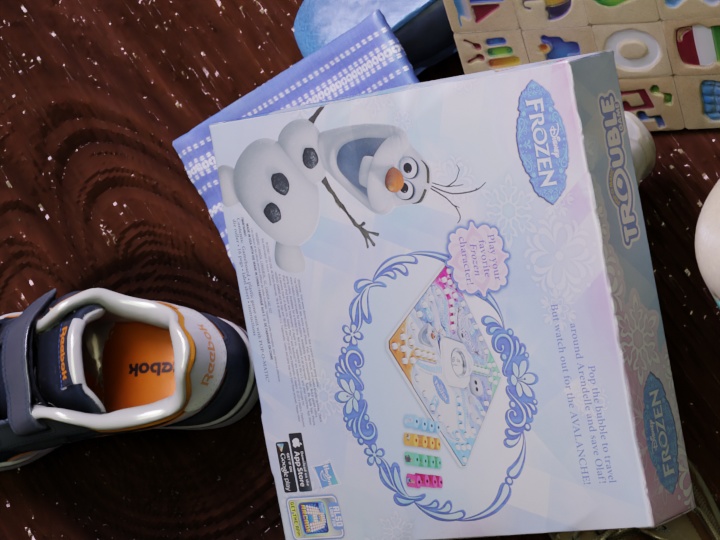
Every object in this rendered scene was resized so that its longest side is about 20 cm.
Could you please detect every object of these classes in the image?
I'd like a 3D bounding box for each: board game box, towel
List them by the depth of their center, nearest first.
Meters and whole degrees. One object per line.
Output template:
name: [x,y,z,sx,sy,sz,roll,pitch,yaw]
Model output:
board game box: [0.037,0.018,1.240,0.199,0.043,0.201,-7,95,38]
towel: [0.000,0.000,1.301,0.145,0.024,0.201,-29,84,39]

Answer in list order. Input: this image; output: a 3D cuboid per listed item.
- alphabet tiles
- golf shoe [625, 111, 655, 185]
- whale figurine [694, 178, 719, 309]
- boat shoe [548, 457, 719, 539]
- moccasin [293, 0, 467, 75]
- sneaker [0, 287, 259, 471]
alphabet tiles: [0.133,-0.127,1.274,0.199,0.167,0.006,-2,43,19]
golf shoe: [0.051,-0.036,1.327,0.200,0.091,0.076,-3,109,38]
whale figurine: [0.242,-0.027,1.192,0.200,0.159,0.104,-31,107,-4]
boat shoe: [0.130,0.127,1.252,0.076,0.072,0.200,-40,68,6]
moccasin: [0.060,-0.154,1.349,0.200,0.068,0.081,-28,62,11]
sneaker: [-0.152,0.050,1.369,0.199,0.079,0.079,-11,75,18]
